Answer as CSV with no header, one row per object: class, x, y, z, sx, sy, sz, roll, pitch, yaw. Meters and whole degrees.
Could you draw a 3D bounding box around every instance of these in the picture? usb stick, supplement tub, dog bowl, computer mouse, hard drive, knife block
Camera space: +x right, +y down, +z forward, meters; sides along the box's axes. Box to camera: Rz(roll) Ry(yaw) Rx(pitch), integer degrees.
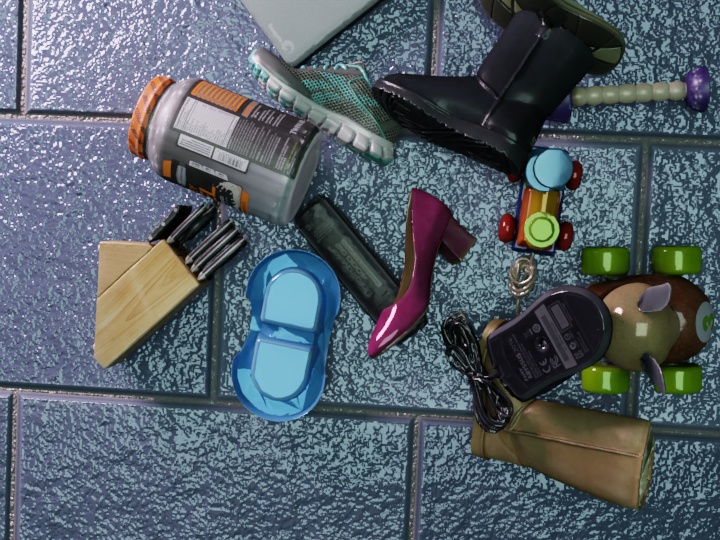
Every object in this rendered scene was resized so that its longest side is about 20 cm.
usb stick,0.000,0.000,1.188,0.055,0.033,0.200,-40,89,13
supplement tub,-0.153,-0.140,1.149,0.199,0.123,0.123,22,95,4
dog bowl,-0.084,0.074,1.190,0.111,0.050,0.201,11,93,4
computer mouse,0.188,0.077,1.078,0.200,0.053,0.139,-32,76,37
hard drive,-0.043,-0.348,1.174,0.200,0.033,0.140,-37,89,6
knife block,-0.217,0.018,1.192,0.174,0.064,0.202,5,93,6

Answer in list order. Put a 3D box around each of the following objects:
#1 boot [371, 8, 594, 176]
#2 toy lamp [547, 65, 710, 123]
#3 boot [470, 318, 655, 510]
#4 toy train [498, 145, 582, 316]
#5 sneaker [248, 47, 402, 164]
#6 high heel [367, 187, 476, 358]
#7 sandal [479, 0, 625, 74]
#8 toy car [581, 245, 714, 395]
boot,0.134,-0.212,1.105,0.199,0.076,0.169,28,76,23
toy lamp,0.286,-0.197,1.139,0.198,0.058,0.059,-1,93,6
boot,0.226,0.154,1.120,0.199,0.066,0.176,10,107,33
toy train,0.197,-0.039,1.125,0.084,0.116,0.202,8,93,5
sneaker,-0.032,-0.206,1.160,0.199,0.078,0.092,31,87,-13
high heel,0.043,0.002,1.141,0.096,0.067,0.200,40,62,-5
sandal,0.211,-0.294,1.143,0.200,0.058,0.080,34,133,-13
toy car,0.311,0.059,1.077,0.157,0.200,0.166,-1,93,5
